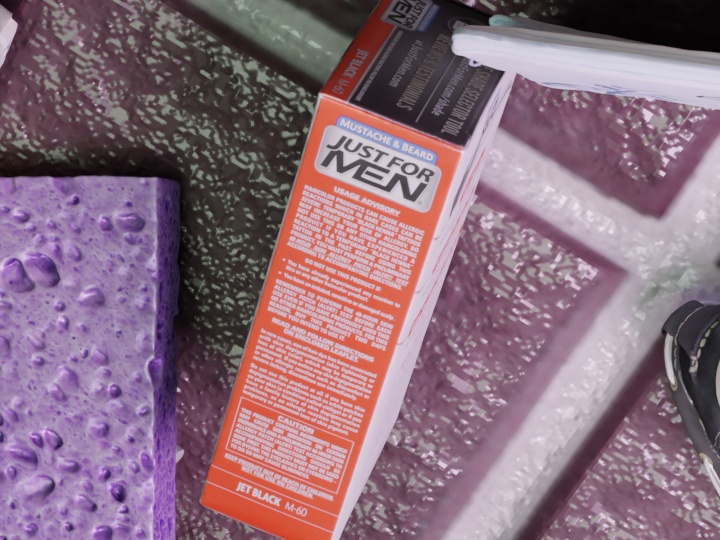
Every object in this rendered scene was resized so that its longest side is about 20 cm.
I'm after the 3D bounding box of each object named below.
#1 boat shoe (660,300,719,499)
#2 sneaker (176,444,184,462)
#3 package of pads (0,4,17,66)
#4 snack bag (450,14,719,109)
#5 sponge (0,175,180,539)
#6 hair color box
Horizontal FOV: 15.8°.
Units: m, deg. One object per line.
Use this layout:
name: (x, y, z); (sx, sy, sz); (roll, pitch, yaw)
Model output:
boat shoe: (0.187, 0.094, 1.067); (0.068, 0.072, 0.200); (10, 138, 56)
sneaker: (-0.171, 0.106, 1.183); (0.200, 0.076, 0.081); (-37, 95, 23)
package of pads: (-0.255, -0.076, 1.103); (0.154, 0.068, 0.200); (38, 123, -5)
snack bag: (0.133, -0.068, 0.913); (0.188, 0.200, 0.021); (9, 93, 15)
sponge: (-0.134, 0.060, 1.110); (0.111, 0.030, 0.200); (1, 90, 18)
hair color box: (0.000, 0.000, 1.037); (0.064, 0.111, 0.200); (22, 122, 5)
